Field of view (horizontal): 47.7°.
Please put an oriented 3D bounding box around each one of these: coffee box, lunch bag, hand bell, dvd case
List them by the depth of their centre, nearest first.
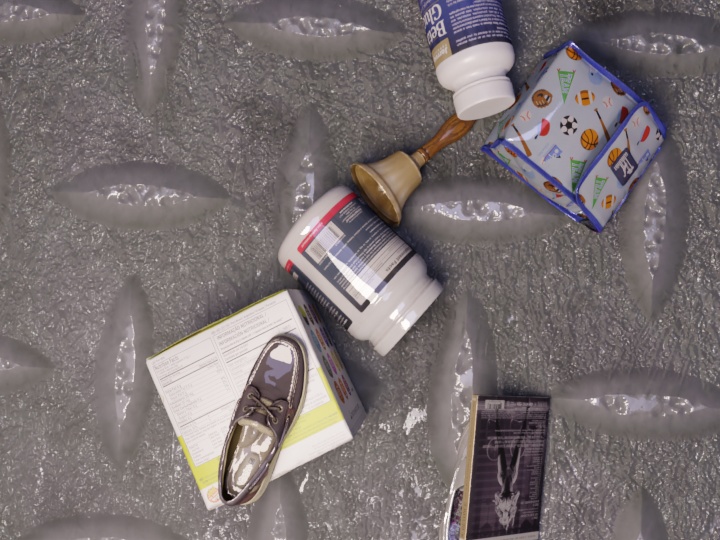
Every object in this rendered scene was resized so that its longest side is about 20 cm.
[{"bbox_3d":[-0.126,0.155,1.060,0.197,0.200,0.201,-26,86,3],"label":"coffee box"},{"bbox_3d":[0.192,0.268,1.080,0.147,0.016,0.205,8,86,-39],"label":"dvd case"},{"bbox_3d":[0.295,-0.174,1.094,0.199,0.124,0.171,37,90,-9],"label":"lunch bag"},{"bbox_3d":[0.091,-0.165,1.133,0.199,0.104,0.104,-41,85,-12],"label":"hand bell"}]

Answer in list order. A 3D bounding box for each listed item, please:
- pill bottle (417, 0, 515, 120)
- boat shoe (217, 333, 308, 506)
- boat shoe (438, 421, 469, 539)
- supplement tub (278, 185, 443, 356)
[{"bbox_3d":[0.147,-0.315,1.106,0.109,0.111,0.204,-14,82,3],"label":"pill bottle"},{"bbox_3d":[-0.112,0.172,0.925,0.071,0.065,0.204,21,89,5],"label":"boat shoe"},{"bbox_3d":[0.150,0.291,1.101,0.071,0.069,0.203,22,89,4],"label":"boat shoe"},{"bbox_3d":[0.000,0.000,1.090,0.200,0.140,0.141,44,90,4],"label":"supplement tub"}]
